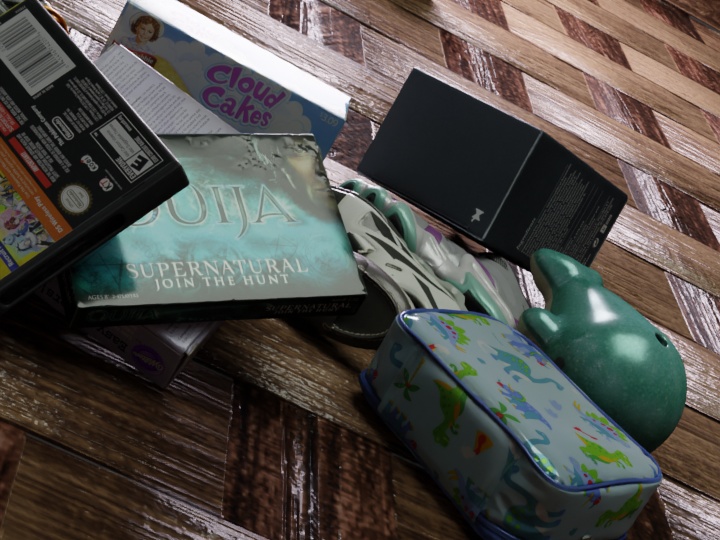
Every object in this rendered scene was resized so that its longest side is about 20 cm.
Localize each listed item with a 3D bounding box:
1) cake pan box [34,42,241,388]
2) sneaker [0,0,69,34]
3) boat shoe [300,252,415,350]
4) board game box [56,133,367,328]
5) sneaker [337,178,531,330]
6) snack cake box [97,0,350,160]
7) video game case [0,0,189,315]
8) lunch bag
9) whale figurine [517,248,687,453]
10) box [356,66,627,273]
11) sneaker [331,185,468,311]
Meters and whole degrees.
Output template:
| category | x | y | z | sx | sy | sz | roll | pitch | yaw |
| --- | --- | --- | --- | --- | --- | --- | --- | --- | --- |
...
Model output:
| category | x | y | z | sx | sy | sz | roll | pitch | yaw |
| --- | --- | --- | --- | --- | --- | --- | --- | --- | --- |
| cake pan box | -0.146 | -0.044 | 1.184 | 0.184 | 0.052 | 0.200 | 36 | 47 | 0 |
| sneaker | -0.252 | -0.169 | 1.365 | 0.200 | 0.077 | 0.078 | 38 | -8 | 14 |
| boat shoe | -0.047 | -0.002 | 1.313 | 0.200 | 0.067 | 0.057 | 35 | 8 | 28 |
| board game box | -0.105 | -0.030 | 1.141 | 0.199 | 0.028 | 0.136 | -2 | 57 | -28 |
| sneaker | 0.067 | 0.000 | 1.467 | 0.200 | 0.078 | 0.140 | 48 | 24 | 16 |
| snack cake box | -0.121 | -0.133 | 1.437 | 0.199 | 0.115 | 0.067 | 28 | 22 | -8 |
| video game case | -0.231 | -0.066 | 1.095 | 0.200 | 0.180 | 0.026 | 47 | -13 | 35 |
| lunch bag | 0.108 | 0.114 | 1.248 | 0.160 | 0.083 | 0.200 | 2 | 35 | -49 |
| whale figurine | 0.197 | 0.056 | 1.414 | 0.159 | 0.104 | 0.201 | 26 | 37 | -32 |
| box | 0.119 | -0.076 | 1.551 | 0.148 | 0.107 | 0.200 | 31 | 3 | 33 |
| sneaker | 0.000 | 0.000 | 1.365 | 0.200 | 0.074 | 0.088 | 37 | 20 | 16 |
